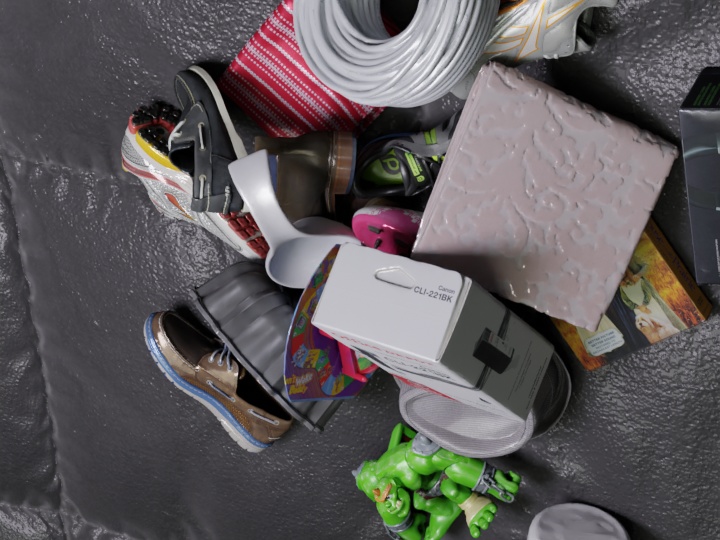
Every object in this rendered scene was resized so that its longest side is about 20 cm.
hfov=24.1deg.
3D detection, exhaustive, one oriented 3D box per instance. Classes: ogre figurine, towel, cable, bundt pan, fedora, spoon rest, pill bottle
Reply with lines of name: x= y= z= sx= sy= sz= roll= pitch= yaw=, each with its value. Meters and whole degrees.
ogre figurine: x=0.069 y=0.230 z=1.796 sx=0.120 sy=0.098 sz=0.200 roll=38 pitch=161 yaw=-14
towel: x=-0.040 y=-0.194 z=1.635 sx=0.145 sy=0.023 sz=0.200 roll=44 pitch=128 yaw=-2
cable: x=0.031 y=-0.245 z=1.491 sx=0.199 sy=0.069 sz=0.202 roll=16 pitch=98 yaw=39
bundt pan: x=-0.081 y=0.067 z=1.723 sx=0.076 sy=0.202 sz=0.202 roll=-43 pitch=96 yaw=3
towel: x=0.163 y=-0.063 z=1.516 sx=0.199 sy=0.032 sz=0.192 roll=22 pitch=96 yaw=-15
fedora: x=0.109 y=0.124 z=1.698 sx=0.198 sy=0.091 sz=0.178 roll=12 pitch=128 yaw=13
spoon rest: x=-0.062 y=-0.034 z=1.585 sx=0.099 sy=0.061 sz=0.200 roll=-22 pitch=145 yaw=13
pill bottle: x=0.216 y=0.354 z=1.782 sx=0.111 sy=0.112 sz=0.201 roll=18 pitch=126 yaw=15

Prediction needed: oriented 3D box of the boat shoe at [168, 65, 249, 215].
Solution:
boat shoe: x=-0.157 y=-0.130 z=1.637 sx=0.067 sy=0.201 sz=0.072 roll=-12 pitch=137 yaw=-12

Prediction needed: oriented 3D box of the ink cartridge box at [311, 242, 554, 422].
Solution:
ink cartridge box: x=0.069 y=0.058 z=1.550 sx=0.143 sy=0.084 sz=0.200 roll=16 pitch=168 yaw=34

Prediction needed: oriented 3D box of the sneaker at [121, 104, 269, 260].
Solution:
sneaker: x=-0.165 y=-0.082 z=1.741 sx=0.200 sy=0.078 sz=0.082 roll=43 pitch=135 yaw=7

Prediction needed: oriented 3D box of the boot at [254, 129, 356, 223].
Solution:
boot: x=-0.066 y=-0.079 z=1.645 sx=0.096 sy=0.075 sz=0.200 roll=4 pitch=150 yaw=-9

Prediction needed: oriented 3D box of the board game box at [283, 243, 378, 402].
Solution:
board game box: x=0.001 y=0.058 z=1.625 sx=0.039 sy=0.199 sz=0.159 roll=22 pitch=99 yaw=29

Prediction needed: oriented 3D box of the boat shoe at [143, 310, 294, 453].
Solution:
boat shoe: x=-0.150 y=0.109 z=1.851 sx=0.072 sy=0.072 sz=0.200 roll=-34 pitch=110 yaw=32

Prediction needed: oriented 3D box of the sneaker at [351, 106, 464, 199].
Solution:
sneaker: x=0.074 y=-0.106 z=1.592 sx=0.198 sy=0.083 sz=0.071 roll=-16 pitch=112 yaw=33

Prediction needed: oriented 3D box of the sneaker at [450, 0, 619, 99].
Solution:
sneaker: x=0.156 y=-0.209 z=1.498 sx=0.092 sy=0.076 sz=0.200 roll=39 pitch=129 yaw=-5

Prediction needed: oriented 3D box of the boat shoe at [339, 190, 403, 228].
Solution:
boat shoe: x=0.000 y=0.000 z=1.712 sx=0.072 sy=0.072 sz=0.201 roll=35 pitch=140 yaw=34

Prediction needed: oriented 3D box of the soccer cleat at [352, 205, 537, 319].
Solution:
soccer cleat: x=0.091 y=-0.024 z=1.594 sx=0.199 sy=0.087 sz=0.070 roll=24 pitch=150 yaw=6

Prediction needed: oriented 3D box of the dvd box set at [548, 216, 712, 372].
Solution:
dvd box set: x=0.222 y=-0.011 z=1.609 sx=0.146 sy=0.029 sz=0.201 roll=-27 pitch=105 yaw=37

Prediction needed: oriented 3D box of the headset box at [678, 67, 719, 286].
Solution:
headset box: x=0.374 y=-0.079 z=1.452 sx=0.198 sy=0.093 sz=0.175 roll=1 pitch=120 yaw=26
